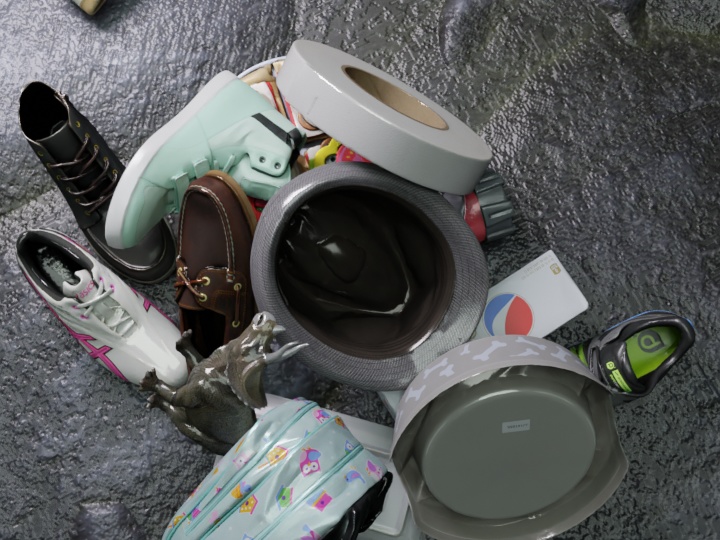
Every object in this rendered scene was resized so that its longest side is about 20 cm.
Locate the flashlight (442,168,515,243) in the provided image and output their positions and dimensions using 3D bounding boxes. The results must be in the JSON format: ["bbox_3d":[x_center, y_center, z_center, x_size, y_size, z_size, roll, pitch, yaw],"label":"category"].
[{"bbox_3d":[0.042,-0.036,0.796,0.199,0.068,0.068,-17,53,-2],"label":"flashlight"}]

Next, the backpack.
[{"bbox_3d":[-0.071,0.202,0.672,0.126,0.167,0.200,42,107,5],"label":"backpack"}]

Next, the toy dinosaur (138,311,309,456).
[{"bbox_3d":[-0.121,0.116,0.700,0.102,0.201,0.077,29,40,14],"label":"toy dinosaur"}]

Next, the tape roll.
[{"bbox_3d":[0.021,-0.135,0.737,0.202,0.203,0.037,34,111,6],"label":"tape roll"}]

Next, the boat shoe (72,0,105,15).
[{"bbox_3d":[-0.220,-0.339,0.861,0.200,0.072,0.076,-44,96,-1],"label":"boat shoe"}]

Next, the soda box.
[{"bbox_3d":[0.104,0.065,0.773,0.199,0.068,0.064,-33,80,-6],"label":"soda box"}]

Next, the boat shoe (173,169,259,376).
[{"bbox_3d":[-0.124,0.017,0.724,0.070,0.201,0.070,17,36,32],"label":"boat shoe"}]

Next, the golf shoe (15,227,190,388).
[{"bbox_3d":[-0.235,0.039,0.768,0.200,0.092,0.073,38,80,5],"label":"golf shoe"}]

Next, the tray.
[{"bbox_3d":[-0.033,0.181,0.763,0.199,0.022,0.108,15,94,3],"label":"tray"}]

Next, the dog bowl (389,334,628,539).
[{"bbox_3d":[0.118,0.139,0.699,0.199,0.059,0.201,-3,122,-5],"label":"dog bowl"}]

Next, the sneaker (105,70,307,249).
[{"bbox_3d":[-0.129,-0.079,0.754,0.118,0.074,0.201,33,67,5],"label":"sneaker"}]

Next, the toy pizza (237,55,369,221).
[{"bbox_3d":[-0.060,-0.120,0.829,0.199,0.032,0.202,0,79,0],"label":"toy pizza"}]

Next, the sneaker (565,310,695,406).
[{"bbox_3d":[0.210,0.093,0.760,0.199,0.083,0.071,-30,81,-2],"label":"sneaker"}]

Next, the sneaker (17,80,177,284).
[{"bbox_3d":[-0.247,-0.076,0.781,0.075,0.106,0.200,-38,81,-7],"label":"sneaker"}]

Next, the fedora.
[{"bbox_3d":[0.000,0.000,0.721,0.199,0.090,0.178,27,92,-14],"label":"fedora"}]
